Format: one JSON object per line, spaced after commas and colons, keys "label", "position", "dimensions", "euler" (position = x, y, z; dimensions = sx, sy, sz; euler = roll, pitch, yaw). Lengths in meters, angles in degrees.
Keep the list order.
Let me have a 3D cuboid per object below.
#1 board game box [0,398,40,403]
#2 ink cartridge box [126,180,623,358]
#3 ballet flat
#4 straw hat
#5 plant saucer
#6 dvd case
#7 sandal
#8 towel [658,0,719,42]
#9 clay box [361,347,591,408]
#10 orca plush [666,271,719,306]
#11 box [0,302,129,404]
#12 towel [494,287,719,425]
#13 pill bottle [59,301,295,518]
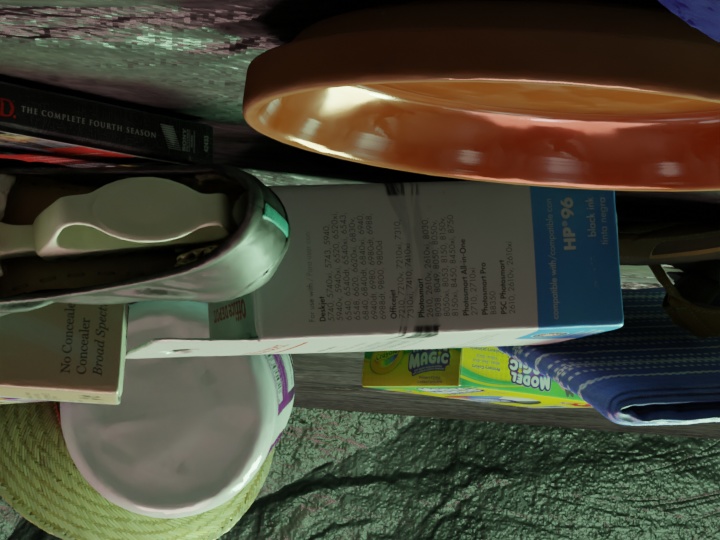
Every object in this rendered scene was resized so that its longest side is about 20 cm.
{"label": "board game box", "position": [-0.244, 0.005, 1.250], "dimensions": [0.200, 0.105, 0.103], "euler": [7, 173, -32]}
{"label": "ink cartridge box", "position": [0.000, 0.000, 1.106], "dimensions": [0.200, 0.068, 0.116], "euler": [-2, 175, -13]}
{"label": "ballet flat", "position": [-0.127, -0.018, 0.989], "dimensions": [0.200, 0.068, 0.068], "euler": [-6, 165, -3]}
{"label": "straw hat", "position": [-0.128, 0.073, 1.517], "dimensions": [0.201, 0.201, 0.085], "euler": [7, 159, -22]}
{"label": "plant saucer", "position": [0.063, -0.056, 0.818], "dimensions": [0.200, 0.032, 0.200], "euler": [4, 173, 0]}
{"label": "dvd case", "position": [-0.178, -0.059, 1.002], "dimensions": [0.200, 0.022, 0.146], "euler": [8, 173, -42]}
{"label": "sandal", "position": [0.177, 0.007, 1.217], "dimensions": [0.080, 0.054, 0.200], "euler": [0, 172, 37]}
{"label": "towel", "position": [0.125, -0.068, 0.512], "dimensions": [0.148, 0.050, 0.200], "euler": [27, 176, 6]}
{"label": "clay box", "position": [0.093, 0.074, 1.931], "dimensions": [0.200, 0.048, 0.115], "euler": [8, 172, -38]}
{"label": "orca plush", "position": [0.248, 0.047, 1.463], "dimensions": [0.105, 0.071, 0.200], "euler": [1, 173, 27]}
{"label": "box", "position": [-0.196, 0.003, 1.064], "dimensions": [0.200, 0.095, 0.078], "euler": [3, 174, -5]}
{"label": "towel", "position": [0.135, 0.041, 1.218], "dimensions": [0.145, 0.024, 0.200], "euler": [-1, -167, -23]}
{"label": "pill bottle", "position": [-0.093, 0.064, 1.370], "dimensions": [0.112, 0.112, 0.200], "euler": [4, -177, 2]}
